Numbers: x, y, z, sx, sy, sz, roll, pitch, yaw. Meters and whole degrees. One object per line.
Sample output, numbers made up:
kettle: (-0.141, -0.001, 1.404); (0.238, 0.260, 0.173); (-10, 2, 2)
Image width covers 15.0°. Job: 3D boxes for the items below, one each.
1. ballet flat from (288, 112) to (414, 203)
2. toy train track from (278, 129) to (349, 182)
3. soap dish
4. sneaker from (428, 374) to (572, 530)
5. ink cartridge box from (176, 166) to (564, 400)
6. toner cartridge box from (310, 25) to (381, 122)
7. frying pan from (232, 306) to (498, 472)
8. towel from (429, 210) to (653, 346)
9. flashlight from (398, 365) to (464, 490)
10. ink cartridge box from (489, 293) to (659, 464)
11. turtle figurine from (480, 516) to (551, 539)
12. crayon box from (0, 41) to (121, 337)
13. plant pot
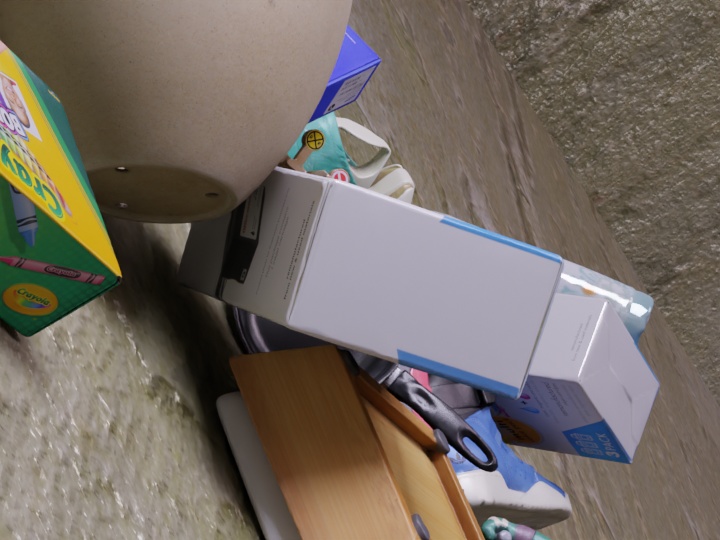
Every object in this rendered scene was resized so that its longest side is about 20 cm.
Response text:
ballet flat: (0.001, -0.062, 2.054); (0.200, 0.070, 0.068); (47, 16, -50)
toy train track: (-0.058, -0.092, 1.821); (0.200, 0.033, 0.115); (40, -14, -18)
soap dish: (0.008, 0.137, 1.542); (0.200, 0.081, 0.158); (44, 19, -59)
sneaker: (0.077, 0.117, 1.818); (0.200, 0.076, 0.112); (19, 51, -64)
ink cartridge box: (0.000, 0.000, 1.514); (0.144, 0.084, 0.200); (17, 0, -22)
toner cartridge box: (-0.088, -0.179, 1.786); (0.200, 0.043, 0.095); (47, 40, 14)
frying pan: (0.010, 0.039, 1.669); (0.189, 0.116, 0.031); (24, -22, -10)
towel: (0.108, 0.039, 1.933); (0.200, 0.170, 0.048); (105, 5, -65)
flashlight: (0.035, 0.076, 1.706); (0.068, 0.067, 0.201); (34, 46, -63)
ink cartridge box: (0.089, 0.064, 1.867); (0.115, 0.199, 0.068); (54, 52, -48)
turtle figurine: (0.118, 0.213, 1.630); (0.200, 0.100, 0.151); (168, -95, -74)
crayon box: (-0.192, -0.068, 1.227); (0.200, 0.058, 0.119); (45, 18, -53)
plant pot: (-0.105, -0.102, 1.449); (0.200, 0.199, 0.135); (39, 50, -62)
